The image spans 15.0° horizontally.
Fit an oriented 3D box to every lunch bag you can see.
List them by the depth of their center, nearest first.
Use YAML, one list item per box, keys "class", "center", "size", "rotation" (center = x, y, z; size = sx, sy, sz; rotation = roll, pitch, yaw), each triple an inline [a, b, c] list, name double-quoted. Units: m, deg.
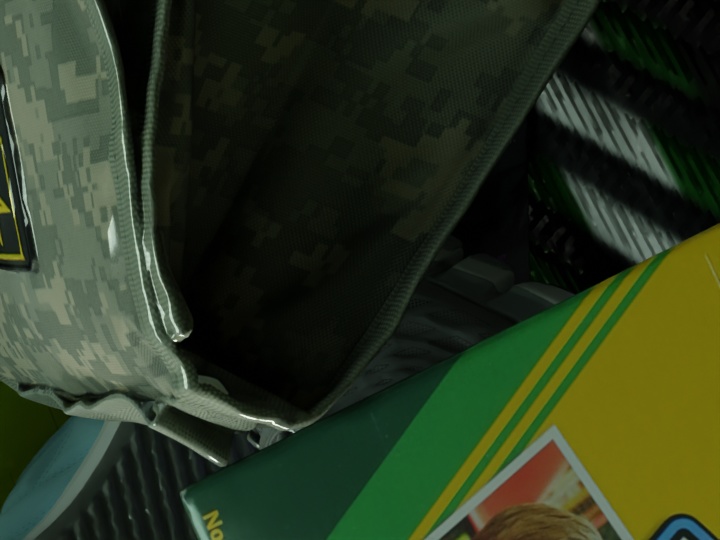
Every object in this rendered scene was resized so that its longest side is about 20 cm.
- class: "lunch bag"
  center: [-0.029, -0.059, 0.604]
  size: [0.164, 0.117, 0.200]
  rotation: [-2, 65, 67]

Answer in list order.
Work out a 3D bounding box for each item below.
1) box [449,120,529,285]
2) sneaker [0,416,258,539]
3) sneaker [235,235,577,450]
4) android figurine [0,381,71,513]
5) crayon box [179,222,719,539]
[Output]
- class: "box"
  center: [0.000, 0.000, 0.819]
  size: [0.143, 0.036, 0.200]
  rotation: [45, 147, 45]
- class: "sneaker"
  center: [-0.088, 0.102, 0.827]
  size: [0.074, 0.200, 0.082]
  rotation: [43, 153, -8]
- class: "sneaker"
  center: [-0.024, 0.030, 0.706]
  size: [0.200, 0.115, 0.075]
  rotation: [22, 134, 26]
- class: "android figurine"
  center: [-0.143, 0.051, 0.866]
  size: [0.041, 0.182, 0.200]
  rotation: [-21, 96, 33]
- class: "crayon box"
  center: [0.085, 0.096, 0.532]
  size: [0.200, 0.172, 0.058]
  rotation: [65, -163, 8]
